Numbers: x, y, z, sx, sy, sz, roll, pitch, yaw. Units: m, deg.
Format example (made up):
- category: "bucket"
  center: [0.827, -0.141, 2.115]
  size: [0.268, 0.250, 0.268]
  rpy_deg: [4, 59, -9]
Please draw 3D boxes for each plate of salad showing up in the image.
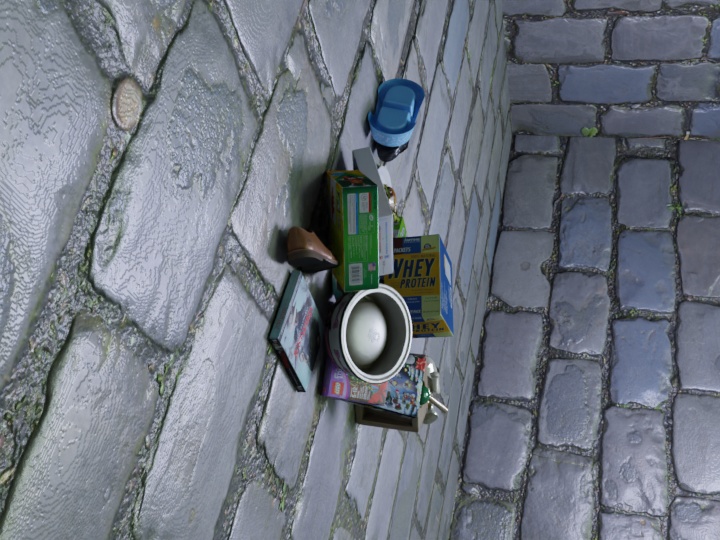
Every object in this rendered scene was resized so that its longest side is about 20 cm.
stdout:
- category: "plate of salad"
  center: [0.058, -0.150, 1.900]
  size: [0.200, 0.048, 0.201]
  rpy_deg: [6, 90, -73]

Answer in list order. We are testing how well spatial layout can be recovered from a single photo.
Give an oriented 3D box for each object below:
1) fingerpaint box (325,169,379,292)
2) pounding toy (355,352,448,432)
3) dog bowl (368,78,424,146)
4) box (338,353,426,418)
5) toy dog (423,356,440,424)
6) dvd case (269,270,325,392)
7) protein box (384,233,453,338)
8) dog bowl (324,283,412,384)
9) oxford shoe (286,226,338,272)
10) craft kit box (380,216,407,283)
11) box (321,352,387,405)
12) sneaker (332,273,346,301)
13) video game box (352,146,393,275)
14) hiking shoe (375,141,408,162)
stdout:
- category: "fingerpaint box"
  center: [-0.015, -0.080, 1.517]
  size: [0.167, 0.073, 0.201]
  rpy_deg: [-129, -144, -69]
- category: "pounding toy"
  center: [0.101, 0.290, 1.899]
  size: [0.142, 0.199, 0.185]
  rpy_deg: [-55, 146, -59]
- category: "dog bowl"
  center: [0.083, -0.365, 1.830]
  size: [0.050, 0.111, 0.201]
  rpy_deg: [94, 11, -52]
- category: "box"
  center: [0.041, 0.234, 1.728]
  size: [0.040, 0.199, 0.138]
  rpy_deg: [148, -44, -62]
- category: "toy dog"
  center: [0.165, 0.333, 2.235]
  size: [0.194, 0.139, 0.201]
  rpy_deg: [92, 12, -57]
- category: "dvd case"
  center: [-0.113, 0.116, 1.459]
  size: [0.200, 0.022, 0.147]
  rpy_deg: [71, 29, -51]
- category: "protein box"
  center: [0.142, 0.043, 1.891]
  size: [0.200, 0.134, 0.200]
  rpy_deg: [51, 37, -66]
- category: "dog bowl"
  center: [0.011, 0.126, 1.591]
  size: [0.199, 0.074, 0.201]
  rpy_deg: [2, 86, -43]
- category: "oxford shoe"
  center: [-0.085, -0.037, 1.437]
  size: [0.200, 0.071, 0.072]
  rpy_deg: [46, 32, -75]
- category: "craft kit box"
  center: [0.087, -0.004, 2.045]
  size: [0.200, 0.048, 0.198]
  rpy_deg: [70, 27, -54]
- category: "box"
  center: [-0.001, 0.176, 1.664]
  size: [0.039, 0.136, 0.201]
  rpy_deg: [-15, -116, 63]
- category: "sneaker"
  center: [0.000, 0.000, 1.677]
  size: [0.200, 0.091, 0.078]
  rpy_deg: [-61, 150, -53]
- category: "video game box"
  center: [0.025, -0.122, 1.634]
  size: [0.183, 0.047, 0.201]
  rpy_deg: [83, -7, -51]
- category: "hiking shoe"
  center: [0.090, -0.314, 1.910]
  size: [0.101, 0.075, 0.201]
  rpy_deg: [74, 26, -42]
